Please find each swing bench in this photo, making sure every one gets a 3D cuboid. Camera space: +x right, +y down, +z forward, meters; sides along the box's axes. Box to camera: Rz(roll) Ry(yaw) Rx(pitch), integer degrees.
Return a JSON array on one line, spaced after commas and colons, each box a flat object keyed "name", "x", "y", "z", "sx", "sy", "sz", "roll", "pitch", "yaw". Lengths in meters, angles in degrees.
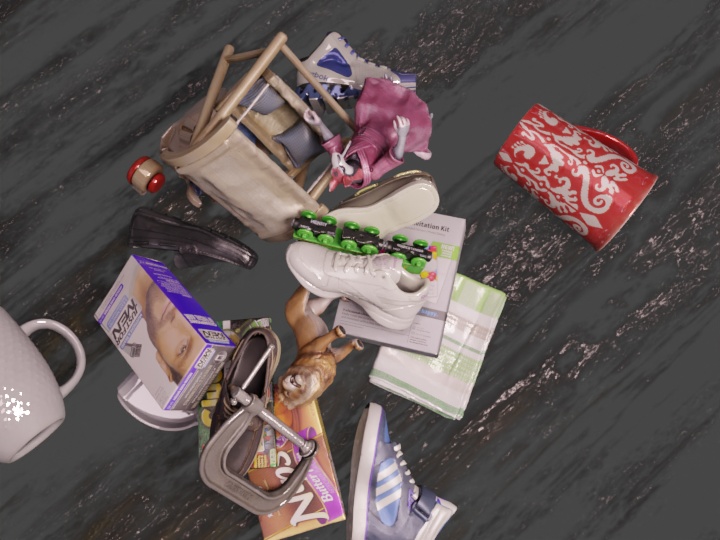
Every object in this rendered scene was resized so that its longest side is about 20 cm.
[{"name": "swing bench", "x": -0.124, "y": -0.170, "z": 0.909, "sx": 0.129, "sy": 0.199, "sz": 0.202, "roll": 7, "pitch": 66, "yaw": 44}]

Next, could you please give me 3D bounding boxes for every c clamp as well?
[{"name": "c clamp", "x": -0.114, "y": 0.216, "z": 0.839, "sx": 0.027, "sy": 0.201, "sz": 0.171, "roll": 23, "pitch": 64, "yaw": 46}]

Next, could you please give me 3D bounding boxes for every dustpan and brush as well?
[{"name": "dustpan and brush", "x": -0.237, "y": 0.187, "z": 0.939, "sx": 0.200, "sy": 0.057, "sz": 0.140, "roll": 42, "pitch": 82, "yaw": 5}]

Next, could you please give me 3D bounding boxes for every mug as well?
[{"name": "mug", "x": -0.474, "y": 0.148, "z": 0.912, "sx": 0.176, "sy": 0.148, "sz": 0.200, "roll": 49, "pitch": 52, "yaw": 1}, {"name": "mug", "x": 0.312, "y": -0.146, "z": 0.992, "sx": 0.199, "sy": 0.177, "sz": 0.134, "roll": 38, "pitch": 118, "yaw": 9}]

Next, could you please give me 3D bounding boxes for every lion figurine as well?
[{"name": "lion figurine", "x": -0.069, "y": 0.086, "z": 0.925, "sx": 0.122, "sy": 0.072, "sz": 0.201, "roll": -35, "pitch": 42, "yaw": 21}]

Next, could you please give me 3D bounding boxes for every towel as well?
[{"name": "towel", "x": 0.114, "y": 0.097, "z": 0.976, "sx": 0.148, "sy": 0.031, "sz": 0.202, "roll": 24, "pitch": 81, "yaw": 2}]

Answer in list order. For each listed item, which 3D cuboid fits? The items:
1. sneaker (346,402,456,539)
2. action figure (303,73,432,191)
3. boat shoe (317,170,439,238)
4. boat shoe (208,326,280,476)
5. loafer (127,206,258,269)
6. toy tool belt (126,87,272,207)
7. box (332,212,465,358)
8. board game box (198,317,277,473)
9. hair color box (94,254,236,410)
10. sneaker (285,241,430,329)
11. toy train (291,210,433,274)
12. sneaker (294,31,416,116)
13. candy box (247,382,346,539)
[{"name": "sneaker", "x": 0.062, "y": 0.292, "z": 0.924, "sx": 0.145, "sy": 0.081, "sz": 0.202, "roll": 9, "pitch": 77, "yaw": -8}, {"name": "action figure", "x": 0.008, "y": -0.168, "z": 0.904, "sx": 0.133, "sy": 0.150, "sz": 0.201, "roll": 22, "pitch": 59, "yaw": 19}, {"name": "boat shoe", "x": 0.015, "y": -0.082, "z": 0.948, "sx": 0.200, "sy": 0.061, "sz": 0.072, "roll": -21, "pitch": 122, "yaw": 15}, {"name": "boat shoe", "x": -0.155, "y": 0.166, "z": 0.861, "sx": 0.074, "sy": 0.073, "sz": 0.202, "roll": 9, "pitch": 75, "yaw": 3}, {"name": "loafer", "x": -0.245, "y": -0.033, "z": 0.976, "sx": 0.199, "sy": 0.068, "sz": 0.071, "roll": 18, "pitch": 88, "yaw": 7}, {"name": "toy tool belt", "x": -0.222, "y": -0.159, "z": 0.964, "sx": 0.123, "sy": 0.125, "sz": 0.200, "roll": 39, "pitch": 64, "yaw": 1}, {"name": "box", "x": 0.058, "y": 0.010, "z": 0.968, "sx": 0.154, "sy": 0.041, "sz": 0.202, "roll": 12, "pitch": 76, "yaw": 11}, {"name": "board game box", "x": -0.169, "y": 0.167, "z": 0.911, "sx": 0.103, "sy": 0.023, "sz": 0.202, "roll": -6, "pitch": 75, "yaw": 1}, {"name": "hair color box", "x": -0.268, "y": 0.082, "z": 0.905, "sx": 0.200, "sy": 0.065, "sz": 0.110, "roll": 40, "pitch": 101, "yaw": 29}, {"name": "sneaker", "x": 0.000, "y": 0.000, "z": 0.880, "sx": 0.198, "sy": 0.100, "sz": 0.075, "roll": 24, "pitch": 40, "yaw": -14}, {"name": "toy train", "x": 0.001, "y": -0.036, "z": 0.914, "sx": 0.198, "sy": 0.056, "sz": 0.042, "roll": 14, "pitch": 63, "yaw": -7}, {"name": "sneaker", "x": -0.012, "y": -0.306, "z": 1.016, "sx": 0.197, "sy": 0.081, "sz": 0.117, "roll": -4, "pitch": 83, "yaw": 0}, {"name": "candy box", "x": -0.100, "y": 0.259, "z": 0.932, "sx": 0.115, "sy": 0.056, "sz": 0.202, "roll": -15, "pitch": 78, "yaw": -3}]
